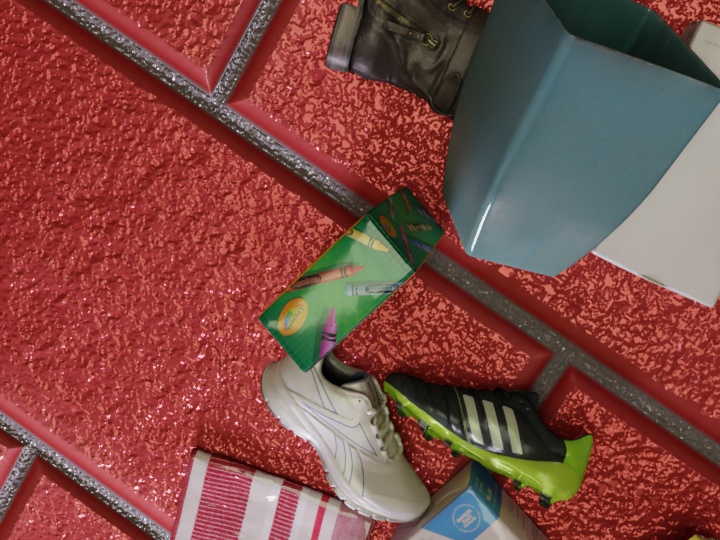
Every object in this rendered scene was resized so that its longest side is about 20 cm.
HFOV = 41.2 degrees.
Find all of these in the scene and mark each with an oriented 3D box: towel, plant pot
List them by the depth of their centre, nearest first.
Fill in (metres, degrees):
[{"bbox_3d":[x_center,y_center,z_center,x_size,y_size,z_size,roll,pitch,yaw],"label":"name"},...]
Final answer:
[{"bbox_3d":[0.152,-0.107,0.756,0.139,0.143,0.202,12,125,-20],"label":"plant pot"},{"bbox_3d":[-0.095,0.275,0.956,0.196,0.023,0.147,18,103,7],"label":"towel"}]

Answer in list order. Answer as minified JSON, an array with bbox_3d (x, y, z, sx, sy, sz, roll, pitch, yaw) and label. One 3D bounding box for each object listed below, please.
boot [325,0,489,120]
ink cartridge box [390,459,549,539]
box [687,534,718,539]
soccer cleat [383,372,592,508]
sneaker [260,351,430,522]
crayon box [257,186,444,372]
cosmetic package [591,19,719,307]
[{"bbox_3d":[0.075,-0.223,0.812,0.171,0.069,0.203,20,108,1],"label":"boot"},{"bbox_3d":[0.131,0.295,0.892,0.116,0.068,0.200,-43,91,16],"label":"ink cartridge box"},{"bbox_3d":[0.253,0.321,0.865,0.200,0.075,0.050,-46,53,14],"label":"box"},{"bbox_3d":[0.115,0.136,0.872,0.197,0.068,0.082,28,74,14],"label":"soccer cleat"},{"bbox_3d":[-0.004,0.147,0.880,0.200,0.075,0.087,47,117,-2],"label":"sneaker"},{"bbox_3d":[0.000,0.000,0.792,0.119,0.200,0.058,-43,90,16],"label":"crayon box"},{"bbox_3d":[0.277,-0.087,0.784,0.111,0.081,0.203,26,106,5],"label":"cosmetic package"}]
